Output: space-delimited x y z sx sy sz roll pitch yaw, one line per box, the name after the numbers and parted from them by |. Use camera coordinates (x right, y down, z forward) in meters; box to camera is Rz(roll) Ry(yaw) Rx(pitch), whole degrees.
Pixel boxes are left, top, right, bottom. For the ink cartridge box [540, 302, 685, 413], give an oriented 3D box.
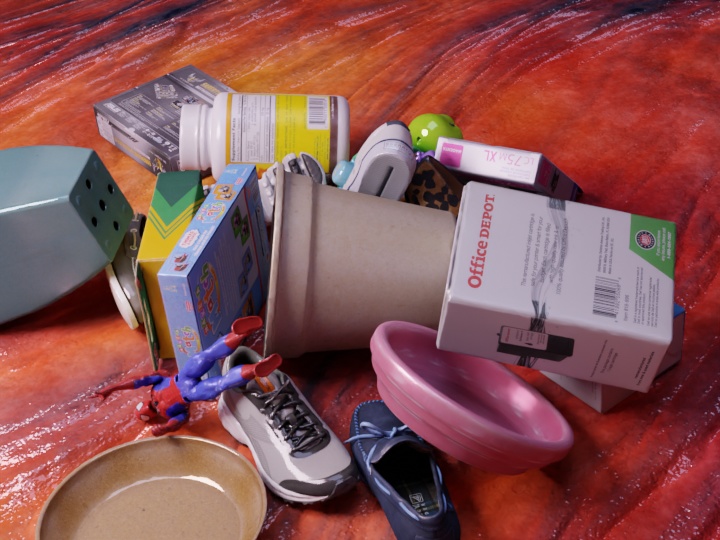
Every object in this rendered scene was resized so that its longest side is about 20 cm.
0.206 0.043 1.316 0.116 0.068 0.200 -28 41 -27 | ink cartridge box

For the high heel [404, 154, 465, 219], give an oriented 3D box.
0.147 -0.066 1.415 0.199 0.143 0.072 -7 35 -2 | high heel

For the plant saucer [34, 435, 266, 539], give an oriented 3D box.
-0.178 0.223 1.149 0.199 0.036 0.201 -4 35 3 | plant saucer

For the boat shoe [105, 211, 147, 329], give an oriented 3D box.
-0.248 -0.006 1.451 0.060 0.072 0.202 -18 33 -9 | boat shoe

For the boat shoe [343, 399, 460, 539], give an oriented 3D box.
0.044 0.169 1.162 0.084 0.069 0.200 -18 37 -16 | boat shoe

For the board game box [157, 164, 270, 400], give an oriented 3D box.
-0.141 0.008 1.346 0.036 0.152 0.200 4 36 15 | board game box

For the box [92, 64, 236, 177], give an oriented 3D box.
-0.230 -0.190 1.727 0.158 0.049 0.200 -28 42 -29 | box

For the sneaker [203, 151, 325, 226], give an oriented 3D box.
-0.129 -0.071 1.536 0.199 0.076 0.081 -18 -8 6 | sneaker

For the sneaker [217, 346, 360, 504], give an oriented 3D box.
-0.073 0.141 1.213 0.074 0.080 0.200 -24 40 -27 | sneaker

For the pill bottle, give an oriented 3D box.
-0.114 -0.157 1.592 0.199 0.110 0.109 2 35 -3 | pill bottle

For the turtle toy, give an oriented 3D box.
0.047 -0.107 1.523 0.145 0.102 0.200 20 43 32 | turtle toy

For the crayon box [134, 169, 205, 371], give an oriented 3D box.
-0.190 0.001 1.386 0.050 0.127 0.200 -4 36 3 | crayon box

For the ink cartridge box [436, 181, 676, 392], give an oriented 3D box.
0.177 0.013 1.204 0.199 0.083 0.147 12 51 3 | ink cartridge box

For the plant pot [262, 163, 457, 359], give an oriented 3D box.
0.000 0.000 1.325 0.182 0.201 0.201 4 35 -5 | plant pot

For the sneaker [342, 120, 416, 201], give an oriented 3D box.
0.010 -0.075 1.415 0.073 0.200 0.071 26 43 -10 | sneaker

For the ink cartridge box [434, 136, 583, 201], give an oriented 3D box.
0.170 -0.103 1.488 0.119 0.042 0.200 13 -1 24 | ink cartridge box

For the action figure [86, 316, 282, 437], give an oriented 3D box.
-0.169 0.109 1.210 0.099 0.066 0.200 -22 -7 -43 | action figure

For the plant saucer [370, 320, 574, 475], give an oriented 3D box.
0.092 0.117 1.177 0.200 0.051 0.201 27 14 -7 | plant saucer

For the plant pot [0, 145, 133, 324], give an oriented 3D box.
-0.353 -0.046 1.403 0.199 0.142 0.142 -15 35 22 | plant pot
